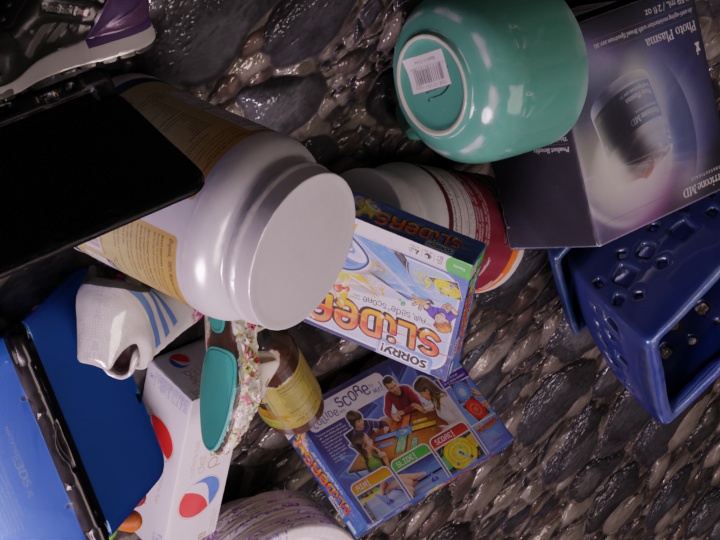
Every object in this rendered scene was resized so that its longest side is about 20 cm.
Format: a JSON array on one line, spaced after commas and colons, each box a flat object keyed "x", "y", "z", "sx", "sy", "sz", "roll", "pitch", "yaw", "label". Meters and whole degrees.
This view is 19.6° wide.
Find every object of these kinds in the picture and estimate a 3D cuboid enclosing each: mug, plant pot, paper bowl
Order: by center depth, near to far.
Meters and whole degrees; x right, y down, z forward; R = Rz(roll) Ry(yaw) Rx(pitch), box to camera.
[{"x": 0.097, "y": -0.155, "z": 1.777, "sx": 0.114, "sy": 0.152, "sz": 0.185, "roll": -18, "pitch": 137, "yaw": -39, "label": "mug"}, {"x": -0.106, "y": 0.303, "z": 2.045, "sx": 0.200, "sy": 0.104, "sz": 0.201, "roll": -22, "pitch": 131, "yaw": -27, "label": "paper bowl"}, {"x": 0.316, "y": 0.007, "z": 2.210, "sx": 0.200, "sy": 0.180, "sz": 0.200, "roll": -43, "pitch": 150, "yaw": -12, "label": "plant pot"}]

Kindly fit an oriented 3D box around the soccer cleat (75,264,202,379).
[{"x": -0.180, "y": 0.043, "z": 1.666, "sx": 0.200, "sy": 0.070, "sz": 0.087, "roll": 10, "pitch": 90, "yaw": -74, "label": "soccer cleat"}]

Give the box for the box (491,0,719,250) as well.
[{"x": 0.220, "y": -0.141, "z": 1.901, "sx": 0.200, "sy": 0.123, "sz": 0.199, "roll": -24, "pitch": 106, "yaw": -38, "label": "box"}]

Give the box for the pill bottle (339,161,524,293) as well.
[{"x": 0.055, "y": -0.038, "z": 1.890, "sx": 0.200, "sy": 0.114, "sz": 0.114, "roll": 3, "pitch": 121, "yaw": -54, "label": "pill bottle"}]

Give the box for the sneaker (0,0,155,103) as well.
[{"x": -0.234, "y": -0.174, "z": 1.416, "sx": 0.200, "sy": 0.076, "sz": 0.088, "roll": -26, "pitch": 123, "yaw": -36, "label": "sneaker"}]

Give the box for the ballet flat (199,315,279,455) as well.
[{"x": -0.098, "y": 0.057, "z": 1.760, "sx": 0.064, "sy": 0.076, "sz": 0.200, "roll": -4, "pitch": 101, "yaw": -29, "label": "ballet flat"}]

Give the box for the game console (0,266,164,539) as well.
[{"x": -0.262, "y": 0.125, "z": 1.656, "sx": 0.170, "sy": 0.118, "sz": 0.200, "roll": -19, "pitch": 111, "yaw": 0, "label": "game console"}]

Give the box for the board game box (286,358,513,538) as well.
[{"x": 0.037, "y": 0.159, "z": 2.052, "sx": 0.200, "sy": 0.135, "sz": 0.034, "roll": -26, "pitch": 165, "yaw": -34, "label": "board game box"}]

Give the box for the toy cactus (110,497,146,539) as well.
[{"x": -0.252, "y": 0.160, "z": 1.747, "sx": 0.200, "sy": 0.102, "sz": 0.165, "roll": -13, "pitch": 115, "yaw": -43, "label": "toy cactus"}]

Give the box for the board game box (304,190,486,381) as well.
[{"x": 0.000, "y": 0.000, "z": 1.777, "sx": 0.034, "sy": 0.200, "sz": 0.136, "roll": -54, "pitch": 160, "yaw": -46, "label": "board game box"}]

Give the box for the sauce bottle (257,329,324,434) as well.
[{"x": -0.084, "y": 0.083, "z": 1.888, "sx": 0.065, "sy": 0.065, "sz": 0.200, "roll": -43, "pitch": 150, "yaw": -11, "label": "sauce bottle"}]

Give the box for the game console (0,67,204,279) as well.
[{"x": -0.239, "y": -0.049, "z": 1.408, "sx": 0.200, "sy": 0.117, "sz": 0.176, "roll": -25, "pitch": 178, "yaw": -36, "label": "game console"}]

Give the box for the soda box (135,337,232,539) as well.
[{"x": -0.159, "y": 0.161, "z": 1.876, "sx": 0.068, "sy": 0.064, "sz": 0.200, "roll": -23, "pitch": 141, "yaw": -38, "label": "soda box"}]

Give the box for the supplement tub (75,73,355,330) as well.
[{"x": -0.118, "y": -0.049, "z": 1.538, "sx": 0.144, "sy": 0.200, "sz": 0.145, "roll": -38, "pitch": 141, "yaw": -39, "label": "supplement tub"}]
